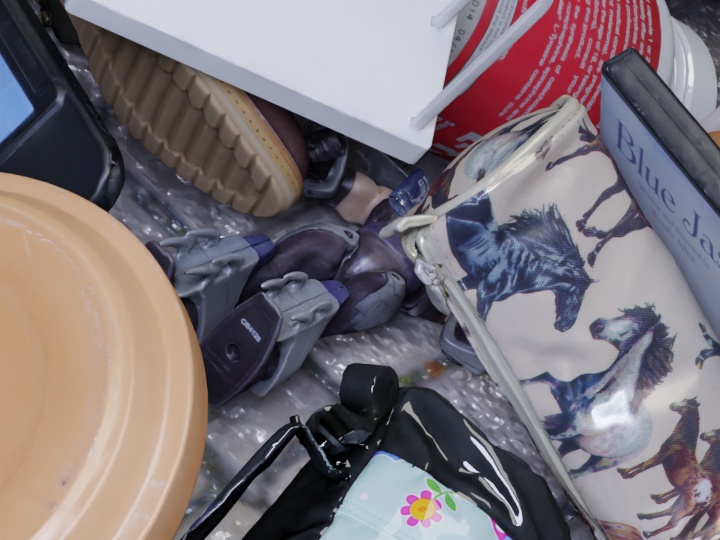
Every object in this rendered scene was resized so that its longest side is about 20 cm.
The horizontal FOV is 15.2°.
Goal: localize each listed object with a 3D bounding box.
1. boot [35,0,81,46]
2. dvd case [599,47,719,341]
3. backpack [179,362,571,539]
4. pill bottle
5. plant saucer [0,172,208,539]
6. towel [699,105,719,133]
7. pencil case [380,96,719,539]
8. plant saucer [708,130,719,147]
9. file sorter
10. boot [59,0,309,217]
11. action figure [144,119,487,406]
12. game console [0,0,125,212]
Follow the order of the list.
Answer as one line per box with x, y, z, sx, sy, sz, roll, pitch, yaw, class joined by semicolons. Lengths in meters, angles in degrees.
-0.144;-0.158;1.130;0.200;0.139;0.077;7;5;32;boot
0.136;0.020;1.033;0.018;0.200;0.143;-30;63;-12;dvd case
-0.017;0.151;0.817;0.126;0.167;0.200;27;50;10;backpack
0.058;-0.097;1.129;0.200;0.112;0.112;21;35;-45;pill bottle
-0.147;0.050;0.834;0.200;0.032;0.200;-8;54;11;plant saucer
0.196;-0.060;1.138;0.152;0.200;0.023;-1;64;-35;towel
0.088;0.042;0.988;0.089;0.078;0.200;-32;99;-13;pencil case
0.181;0.037;1.064;0.037;0.200;0.200;-35;66;-6;plant saucer
0.003;-0.170;0.950;0.139;0.125;0.200;23;56;-18;file sorter
-0.043;-0.137;1.018;0.166;0.072;0.200;-39;92;-30;boot
0.000;0.000;1.055;0.130;0.069;0.200;39;35;24;action figure
-0.211;-0.058;0.949;0.200;0.176;0.116;56;17;27;game console
